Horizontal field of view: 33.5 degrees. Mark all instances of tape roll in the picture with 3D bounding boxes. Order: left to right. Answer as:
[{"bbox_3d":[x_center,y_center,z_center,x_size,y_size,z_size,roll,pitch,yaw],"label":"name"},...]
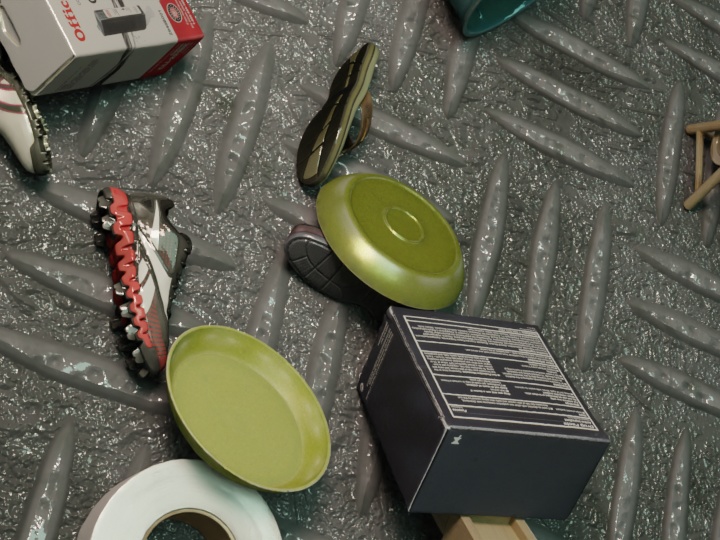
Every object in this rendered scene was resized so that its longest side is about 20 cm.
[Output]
[{"bbox_3d":[-0.176,0.289,1.166,0.200,0.071,0.205,9,70,-24],"label":"tape roll"}]

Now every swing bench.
[{"bbox_3d":[0.575,-0.146,1.609,0.197,0.200,0.131,17,67,-21],"label":"swing bench"}]

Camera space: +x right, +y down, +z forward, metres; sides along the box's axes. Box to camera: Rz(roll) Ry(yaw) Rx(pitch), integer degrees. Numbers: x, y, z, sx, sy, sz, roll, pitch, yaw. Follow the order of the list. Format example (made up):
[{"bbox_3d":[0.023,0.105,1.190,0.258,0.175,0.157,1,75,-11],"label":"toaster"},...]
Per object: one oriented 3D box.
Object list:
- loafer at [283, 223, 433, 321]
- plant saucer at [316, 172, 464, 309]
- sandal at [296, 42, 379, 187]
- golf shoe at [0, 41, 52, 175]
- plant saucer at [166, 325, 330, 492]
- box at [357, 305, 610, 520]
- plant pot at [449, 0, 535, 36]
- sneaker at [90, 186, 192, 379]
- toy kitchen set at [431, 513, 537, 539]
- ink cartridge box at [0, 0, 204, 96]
[{"bbox_3d":[0.000,0.000,1.358,0.199,0.072,0.063,32,43,-21],"label":"loafer"},{"bbox_3d":[0.042,-0.043,1.353,0.198,0.031,0.201,25,36,-19],"label":"plant saucer"},{"bbox_3d":[-0.012,-0.180,1.397,0.057,0.079,0.202,39,60,-26],"label":"sandal"},{"bbox_3d":[-0.380,-0.177,1.221,0.087,0.077,0.202,-27,85,-11],"label":"golf shoe"},{"bbox_3d":[-0.118,0.145,1.211,0.199,0.031,0.201,32,31,-22],"label":"plant saucer"},{"bbox_3d":[0.124,0.154,1.281,0.198,0.124,0.199,8,31,-24],"label":"box"},{"bbox_3d":[0.154,-0.436,1.503,0.199,0.200,0.197,-30,81,-31],"label":"plant pot"},{"bbox_3d":[-0.214,0.008,1.235,0.097,0.071,0.203,-6,76,-26],"label":"sneaker"},{"bbox_3d":[0.141,0.344,1.309,0.161,0.181,0.202,10,109,-20],"label":"toy kitchen set"},{"bbox_3d":[-0.281,-0.275,1.246,0.199,0.083,0.145,-26,86,-53],"label":"ink cartridge box"}]
